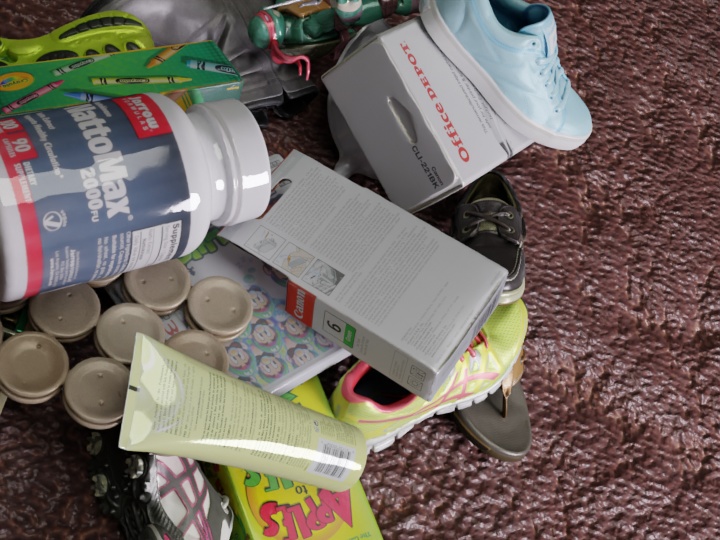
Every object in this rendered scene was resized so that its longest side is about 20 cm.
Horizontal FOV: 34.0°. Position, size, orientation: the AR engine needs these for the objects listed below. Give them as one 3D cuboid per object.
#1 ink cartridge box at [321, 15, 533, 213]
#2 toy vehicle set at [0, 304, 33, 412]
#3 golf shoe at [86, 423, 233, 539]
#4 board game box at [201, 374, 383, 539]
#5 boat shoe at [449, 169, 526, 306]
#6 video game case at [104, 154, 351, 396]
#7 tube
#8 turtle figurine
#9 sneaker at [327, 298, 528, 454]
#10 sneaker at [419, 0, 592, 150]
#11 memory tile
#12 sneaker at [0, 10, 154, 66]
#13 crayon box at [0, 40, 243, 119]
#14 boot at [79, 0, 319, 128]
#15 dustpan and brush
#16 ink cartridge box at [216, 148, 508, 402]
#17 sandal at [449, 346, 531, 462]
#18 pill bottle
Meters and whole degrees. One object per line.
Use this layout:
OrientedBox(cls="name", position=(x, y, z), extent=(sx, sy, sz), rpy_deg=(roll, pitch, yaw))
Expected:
OrientedBox(cls="ink cartridge box", position=(0.080, -0.154, 1.052), extent=(0.200, 0.084, 0.145), rpy_deg=(-33, 94, -47))
OrientedBox(cls="toy vehicle set", position=(-0.304, 0.057, 0.828), extent=(0.124, 0.027, 0.201), rpy_deg=(22, 63, -16))
OrientedBox(cls="golf shoe", position=(-0.142, 0.162, 0.854), extent=(0.088, 0.077, 0.201), rpy_deg=(8, 64, -45))
OrientedBox(cls="board game box", position=(-0.069, 0.137, 0.906), extent=(0.101, 0.048, 0.201), rpy_deg=(-14, 73, -32))
OrientedBox(cls="boat shoe", position=(0.105, -0.032, 1.013), extent=(0.073, 0.065, 0.200), rpy_deg=(2, 24, 1))
OrientedBox(cls="video game case", position=(-0.088, 0.009, 0.921), extent=(0.199, 0.024, 0.182), rpy_deg=(-27, 70, -36))
OrientedBox(cls="tube", position=(-0.080, 0.107, 0.814), extent=(0.199, 0.052, 0.058), rpy_deg=(25, 18, -41))
OrientedBox(cls="turtle figurine", position=(-0.036, -0.235, 1.027), extent=(0.199, 0.101, 0.149), rpy_deg=(-21, 44, -38))
OrientedBox(cls="sneaker", position=(0.059, 0.072, 0.945), extent=(0.199, 0.091, 0.078), rpy_deg=(-34, 65, -19))
OrientedBox(cls="sneaker", position=(0.143, -0.180, 1.003), extent=(0.200, 0.082, 0.074), rpy_deg=(36, 50, -25))
OrientedBox(cls="memory tile", position=(-0.187, 0.038, 0.836), extent=(0.199, 0.017, 0.154), rpy_deg=(24, 53, -5))
OrientedBox(cls="sneaker", position=(-0.260, -0.147, 0.934), extent=(0.198, 0.084, 0.075), rpy_deg=(-11, 66, -11))
OrientedBox(cls="crayon box", position=(-0.198, -0.103, 0.909), extent=(0.199, 0.119, 0.058), rpy_deg=(-15, 53, -31))
OrientedBox(cls="boot", position=(-0.133, -0.185, 1.019), extent=(0.199, 0.070, 0.132), rpy_deg=(-16, 76, -32))
OrientedBox(cls="dustpan and brush", position=(0.007, -0.119, 1.075), extent=(0.140, 0.057, 0.200), rpy_deg=(45, 47, -16))
OrientedBox(cls="ink cartridge box", position=(0.000, 0.000, 0.903), extent=(0.199, 0.050, 0.109), rpy_deg=(31, 59, 14))
OrientedBox(cls="sandal", position=(0.116, 0.066, 1.030), extent=(0.081, 0.055, 0.201), rpy_deg=(12, 61, -21))
OrientedBox(cls="pill bottle", position=(-0.170, -0.060, 0.822), extent=(0.199, 0.120, 0.120), rpy_deg=(-17, 74, -29))
